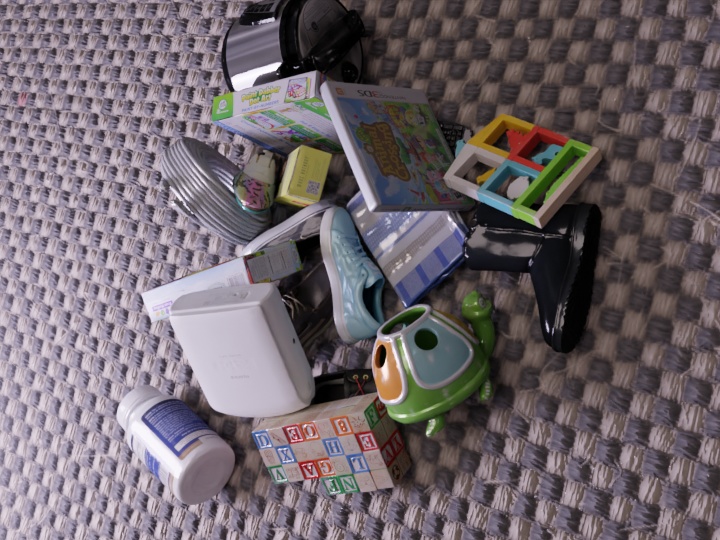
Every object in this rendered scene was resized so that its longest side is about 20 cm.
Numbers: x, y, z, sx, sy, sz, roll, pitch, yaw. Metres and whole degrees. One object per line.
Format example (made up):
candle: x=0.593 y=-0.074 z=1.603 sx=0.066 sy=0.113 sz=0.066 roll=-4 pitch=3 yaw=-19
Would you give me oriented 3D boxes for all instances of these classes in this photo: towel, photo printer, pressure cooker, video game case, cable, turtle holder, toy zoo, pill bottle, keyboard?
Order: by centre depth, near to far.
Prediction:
turtle holder: x=0.101 y=0.110 z=1.326 sx=0.184 sy=0.141 sz=0.133 roll=-27 pitch=104 yaw=5
toy zoo: x=0.200 y=-0.140 z=1.363 sx=0.131 sy=0.021 sz=0.199 roll=-47 pitch=47 yaw=-14
video game case: x=0.052 y=-0.168 z=1.403 sx=0.022 sy=0.181 sz=0.202 roll=-44 pitch=60 yaw=43
photo printer: x=-0.160 y=0.120 z=1.444 sx=0.165 sy=0.202 sz=0.070 roll=-6 pitch=31 yaw=24
towel: x=0.068 y=-0.065 z=1.460 sx=0.147 sy=0.024 sz=0.201 roll=-42 pitch=59 yaw=22
keyboard: x=0.089 y=-0.117 z=1.483 sx=0.126 sy=0.021 sz=0.202 roll=8 pitch=84 yaw=37
pressure cooker: x=-0.088 y=-0.328 z=1.565 sx=0.198 sy=0.178 sz=0.178 roll=-7 pitch=76 yaw=39
cable: x=-0.225 y=-0.126 z=1.606 sx=0.069 sy=0.199 sz=0.201 roll=-44 pitch=34 yaw=13
pill bottle: x=-0.296 y=0.267 z=1.621 sx=0.199 sy=0.111 sz=0.112 roll=34 pitch=100 yaw=36

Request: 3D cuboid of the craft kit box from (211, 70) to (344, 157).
craft kit box: x=-0.082 y=-0.222 z=1.520 sx=0.196 sy=0.199 sz=0.049 roll=-3 pitch=76 yaw=35

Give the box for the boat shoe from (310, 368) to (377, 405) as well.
boat shoe: x=0.000 y=0.176 z=1.456 sx=0.200 sy=0.063 sz=0.075 roll=-12 pitch=70 yaw=32

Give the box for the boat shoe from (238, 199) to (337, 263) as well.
boat shoe: x=-0.107 y=-0.030 z=1.583 sx=0.199 sy=0.070 sz=0.067 roll=-31 pitch=61 yaw=19

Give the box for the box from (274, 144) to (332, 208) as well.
box: x=-0.089 y=-0.135 z=1.526 sx=0.200 sy=0.050 sz=0.076 roll=180 pitch=105 yaw=-78

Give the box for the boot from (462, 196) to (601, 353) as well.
boot: x=0.211 y=0.001 z=1.327 sx=0.167 sy=0.076 sz=0.202 roll=4 pitch=75 yaw=33

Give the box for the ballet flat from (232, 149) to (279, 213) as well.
ballet flat: x=-0.154 y=-0.148 z=1.579 sx=0.072 sy=0.069 sz=0.200 roll=-63 pitch=9 yaw=16

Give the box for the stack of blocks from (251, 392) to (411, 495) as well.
stack of blocks: x=-0.042 y=0.248 z=1.437 sx=0.198 sy=0.059 sz=0.116 roll=-15 pitch=104 yaw=33

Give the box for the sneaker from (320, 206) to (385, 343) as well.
sneaker: x=0.000 y=0.000 z=1.490 sx=0.081 sy=0.074 sz=0.202 roll=-16 pitch=83 yaw=33

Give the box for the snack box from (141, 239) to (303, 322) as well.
snack box: x=-0.203 y=0.015 z=1.527 sx=0.198 sy=0.142 sz=0.054 roll=-17 pitch=92 yaw=29

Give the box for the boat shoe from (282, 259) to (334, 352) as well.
boat shoe: x=-0.093 y=0.070 z=1.540 sx=0.074 sy=0.073 sz=0.201 roll=38 pitch=103 yaw=36

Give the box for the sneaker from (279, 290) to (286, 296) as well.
sneaker: x=-0.209 y=0.072 z=1.614 sx=0.199 sy=0.090 sz=0.071 roll=-23 pitch=67 yaw=30
